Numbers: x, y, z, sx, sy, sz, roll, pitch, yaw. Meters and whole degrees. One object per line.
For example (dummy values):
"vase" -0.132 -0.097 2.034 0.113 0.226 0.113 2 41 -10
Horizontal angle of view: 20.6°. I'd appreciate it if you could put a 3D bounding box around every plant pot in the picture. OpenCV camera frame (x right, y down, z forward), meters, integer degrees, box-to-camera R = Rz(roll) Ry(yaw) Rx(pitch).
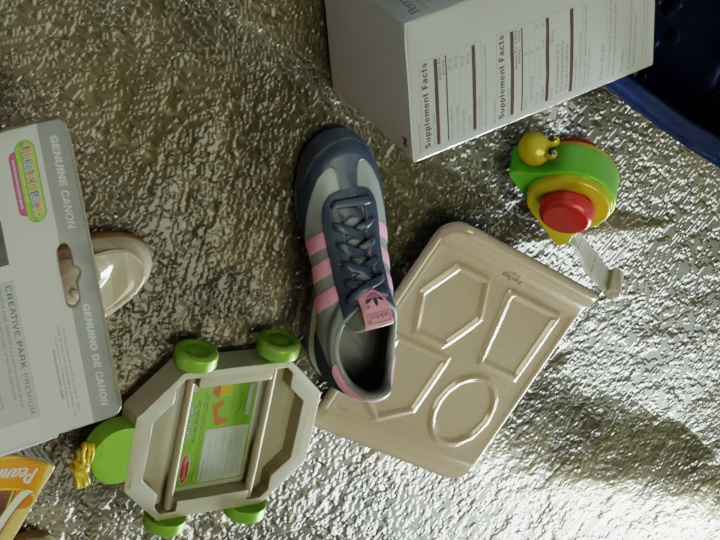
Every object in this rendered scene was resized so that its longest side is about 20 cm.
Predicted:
"plant pot" 0.294 -0.168 1.444 0.200 0.200 0.180 -53 140 5

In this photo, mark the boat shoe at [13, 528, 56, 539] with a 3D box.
"boat shoe" -0.209 0.276 1.461 0.072 0.072 0.200 -31 132 -15

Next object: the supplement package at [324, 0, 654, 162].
"supplement package" 0.088 -0.175 1.341 0.199 0.114 0.110 -23 132 -22

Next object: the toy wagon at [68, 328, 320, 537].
"toy wagon" -0.123 0.119 1.441 0.199 0.040 0.156 -5 122 -32

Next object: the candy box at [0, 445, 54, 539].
"candy box" -0.315 0.143 1.306 0.200 0.055 0.116 21 104 -43

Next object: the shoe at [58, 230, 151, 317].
"shoe" -0.220 0.039 1.305 0.200 0.053 0.070 -28 132 -17

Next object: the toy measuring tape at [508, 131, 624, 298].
"toy measuring tape" 0.180 -0.043 1.523 0.074 0.074 0.200 -44 132 -2

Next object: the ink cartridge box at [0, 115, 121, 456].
"ink cartridge box" -0.253 0.014 1.203 0.175 0.084 0.201 -16 108 -26

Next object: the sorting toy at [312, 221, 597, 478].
"sorting toy" 0.070 0.063 1.550 0.185 0.036 0.200 26 107 -43

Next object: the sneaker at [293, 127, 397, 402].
"sneaker" 0.000 0.000 1.409 0.070 0.082 0.201 -16 117 -20
